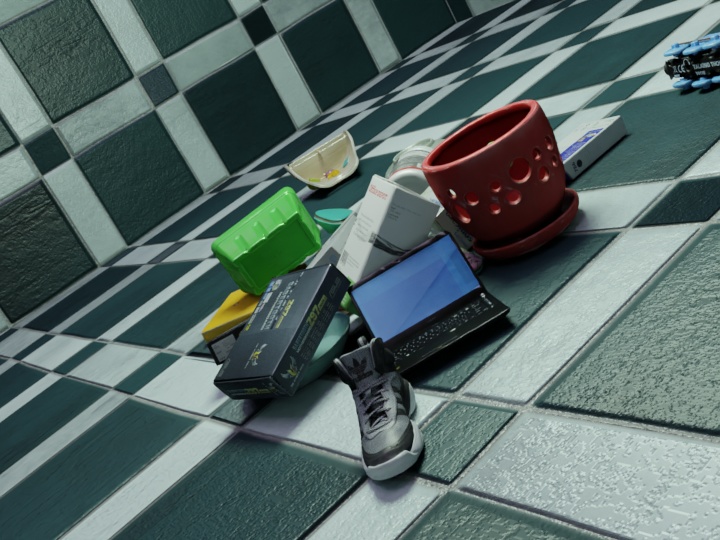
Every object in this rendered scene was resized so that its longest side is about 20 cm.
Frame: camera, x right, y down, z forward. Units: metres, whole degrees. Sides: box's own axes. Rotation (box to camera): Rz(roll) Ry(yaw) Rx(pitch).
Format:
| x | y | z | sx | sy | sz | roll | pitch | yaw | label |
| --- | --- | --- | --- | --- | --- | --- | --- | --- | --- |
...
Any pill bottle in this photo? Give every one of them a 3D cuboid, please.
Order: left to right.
| x | y | z | sx | sy | sz | roll | pitch | yaw | label |
| --- | --- | --- | --- | --- | --- | --- | --- | --- | --- |
| 0.110 | -0.169 | 1.827 | 0.115 | 0.117 | 0.200 | -24 | 17 | 19 | pill bottle |

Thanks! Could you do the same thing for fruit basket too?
| x | y | z | sx | sy | sz | roll | pitch | yaw | label |
| --- | --- | --- | --- | --- | --- | --- | --- | --- | --- |
| -0.183 | -0.055 | 1.868 | 0.214 | 0.156 | 0.217 | -26 | 28 | 15 | fruit basket |

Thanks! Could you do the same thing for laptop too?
| x | y | z | sx | sy | sz | roll | pitch | yaw | label |
| --- | --- | --- | --- | --- | --- | --- | --- | --- | --- |
| 0.085 | 0.040 | 1.274 | 0.176 | 0.104 | 0.200 | -31 | 9 | 0 | laptop |

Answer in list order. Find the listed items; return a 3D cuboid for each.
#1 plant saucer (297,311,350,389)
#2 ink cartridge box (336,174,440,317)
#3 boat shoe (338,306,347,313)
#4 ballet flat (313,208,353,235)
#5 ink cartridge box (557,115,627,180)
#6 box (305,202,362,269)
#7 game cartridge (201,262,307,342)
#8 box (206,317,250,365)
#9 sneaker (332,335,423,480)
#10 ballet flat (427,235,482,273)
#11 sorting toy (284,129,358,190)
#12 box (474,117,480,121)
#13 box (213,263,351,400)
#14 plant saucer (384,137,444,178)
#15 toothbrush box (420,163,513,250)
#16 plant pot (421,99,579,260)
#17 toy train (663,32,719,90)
| x | y | z | sx | sy | sz | roll | pitch | yaw | label |
| --- | --- | --- | --- | --- | --- | --- | --- | --- | --- |
| -0.094 | 0.135 | 1.432 | 0.198 | 0.036 | 0.200 | -29 | 17 | 9 | plant saucer |
| 0.033 | -0.033 | 1.438 | 0.202 | 0.083 | 0.146 | -67 | 17 | 6 | ink cartridge box |
| 0.000 | 0.000 | 1.607 | 0.070 | 0.071 | 0.200 | -14 | 24 | 40 | boat shoe |
| -0.013 | -0.085 | 1.859 | 0.198 | 0.071 | 0.067 | 2 | 22 | 41 | ballet flat |
| 0.362 | -0.197 | 1.615 | 0.199 | 0.040 | 0.099 | -37 | 17 | -25 | ink cartridge box |
| -0.056 | -0.026 | 1.735 | 0.156 | 0.041 | 0.200 | -47 | 5 | 30 | box |
| -0.200 | 0.062 | 1.846 | 0.198 | 0.033 | 0.177 | -21 | 19 | 22 | game cartridge |
| -0.148 | 0.086 | 1.576 | 0.198 | 0.050 | 0.161 | -28 | 2 | 5 | box |
| 0.014 | 0.148 | 1.065 | 0.075 | 0.115 | 0.200 | -27 | 17 | 10 | sneaker |
| 0.104 | -0.018 | 1.474 | 0.069 | 0.072 | 0.199 | -37 | 18 | -33 | ballet flat |
| -0.079 | -0.269 | 2.498 | 0.199 | 0.108 | 0.180 | -31 | 24 | -6 | sorting toy |
| 0.259 | -0.227 | 1.776 | 0.124 | 0.098 | 0.199 | -37 | 18 | -21 | box |
| -0.114 | 0.090 | 1.359 | 0.157 | 0.051 | 0.201 | -11 | 44 | 50 | box |
| 0.132 | -0.260 | 2.177 | 0.198 | 0.051 | 0.200 | -27 | 16 | 8 | plant saucer |
| 0.194 | -0.138 | 1.576 | 0.200 | 0.086 | 0.146 | -47 | 18 | -2 | toothbrush box |
| 0.214 | -0.127 | 1.407 | 0.199 | 0.184 | 0.201 | -26 | 17 | 9 | plant pot |
| 0.612 | -0.367 | 1.613 | 0.113 | 0.088 | 0.200 | -24 | 12 | -14 | toy train |
